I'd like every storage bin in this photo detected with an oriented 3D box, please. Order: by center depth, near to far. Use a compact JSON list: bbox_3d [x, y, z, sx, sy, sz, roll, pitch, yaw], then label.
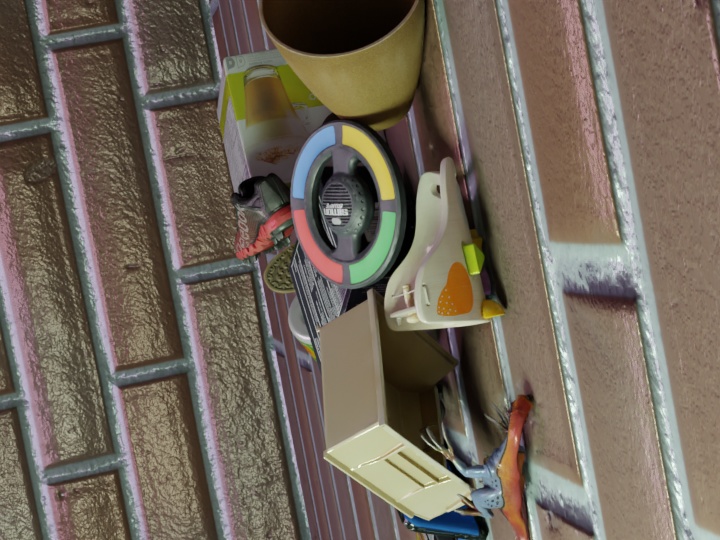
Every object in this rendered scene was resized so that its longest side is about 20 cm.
[{"bbox_3d":[0.045,0.164,1.677,0.199,0.094,0.200,40,-149,-37],"label":"storage bin"}]

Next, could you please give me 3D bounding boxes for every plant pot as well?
[{"bbox_3d":[0.000,-0.256,1.642,0.200,0.186,0.187,67,-176,-55],"label":"plant pot"}]

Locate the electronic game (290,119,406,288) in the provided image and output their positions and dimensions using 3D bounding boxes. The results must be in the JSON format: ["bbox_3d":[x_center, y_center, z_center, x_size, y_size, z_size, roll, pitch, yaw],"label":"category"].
[{"bbox_3d":[-0.017,-0.078,1.674,0.200,0.042,0.200,11,105,47],"label":"electronic game"}]

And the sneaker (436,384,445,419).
[{"bbox_3d":[0.058,0.172,1.903,0.200,0.099,0.070,-141,46,-69],"label":"sneaker"}]

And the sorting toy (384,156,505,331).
[{"bbox_3d":[0.090,-0.028,1.568,0.200,0.107,0.180,153,114,-80],"label":"sorting toy"}]

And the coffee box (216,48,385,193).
[{"bbox_3d":[-0.086,-0.191,2.026,0.200,0.199,0.198,120,138,-72],"label":"coffee box"}]

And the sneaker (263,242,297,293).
[{"bbox_3d":[-0.050,-0.027,2.047,0.067,0.200,0.090,58,173,-1],"label":"sneaker"}]

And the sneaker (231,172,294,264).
[{"bbox_3d":[-0.132,-0.072,1.887,0.098,0.071,0.200,60,156,3],"label":"sneaker"}]

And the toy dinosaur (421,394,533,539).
[{"bbox_3d":[0.166,0.210,1.548,0.200,0.105,0.181,42,153,0],"label":"toy dinosaur"}]

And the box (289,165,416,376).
[{"bbox_3d":[0.000,0.000,1.861,0.199,0.123,0.200,110,151,-45],"label":"box"}]

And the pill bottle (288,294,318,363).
[{"bbox_3d":[-0.015,0.105,2.074,0.200,0.111,0.111,53,-168,-47],"label":"pill bottle"}]

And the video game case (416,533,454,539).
[{"bbox_3d":[0.122,0.444,2.064,0.200,0.025,0.181,-113,16,-45],"label":"video game case"}]

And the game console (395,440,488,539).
[{"bbox_3d":[0.089,0.319,1.880,0.118,0.170,0.200,-65,27,25],"label":"game console"}]
